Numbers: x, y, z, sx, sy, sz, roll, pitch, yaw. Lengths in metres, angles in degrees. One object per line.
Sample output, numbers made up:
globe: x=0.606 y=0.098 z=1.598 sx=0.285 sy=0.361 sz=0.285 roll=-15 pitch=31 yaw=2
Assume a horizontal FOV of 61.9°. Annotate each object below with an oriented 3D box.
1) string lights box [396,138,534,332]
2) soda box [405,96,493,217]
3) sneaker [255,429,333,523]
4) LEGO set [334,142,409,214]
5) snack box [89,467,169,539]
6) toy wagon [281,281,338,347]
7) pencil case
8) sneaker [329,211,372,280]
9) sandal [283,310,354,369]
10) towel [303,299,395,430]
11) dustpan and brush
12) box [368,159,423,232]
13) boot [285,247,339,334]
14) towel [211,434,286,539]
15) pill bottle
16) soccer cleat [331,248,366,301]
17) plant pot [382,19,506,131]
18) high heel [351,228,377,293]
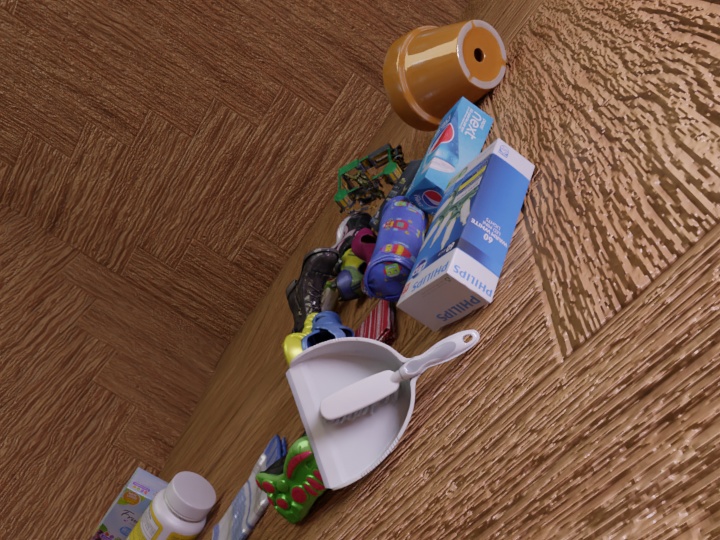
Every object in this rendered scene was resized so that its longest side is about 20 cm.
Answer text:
string lights box: x=0.119 y=-0.040 z=0.666 sx=0.103 sy=0.059 sz=0.201 roll=-40 pitch=20 yaw=54
soda box: x=0.144 y=-0.181 z=0.954 sx=0.064 sy=0.068 sz=0.201 roll=-42 pitch=18 yaw=54
sneaker: x=-0.060 y=0.232 z=0.697 sx=0.084 sy=0.077 sz=0.200 roll=-32 pitch=-10 yaw=-42
LEGO set: x=0.039 y=-0.195 z=1.405 sx=0.199 sy=0.116 sz=0.154 roll=-31 pitch=39 yaw=14
snack box: x=-0.464 y=0.547 z=1.303 sx=0.201 sy=0.168 sz=0.068 roll=-53 pitch=12 yaw=20
toy wagon: x=-0.115 y=0.118 z=1.337 sx=0.200 sy=0.039 sz=0.156 roll=-49 pitch=13 yaw=42
pencil case: x=0.057 y=-0.032 z=0.889 sx=0.201 sy=0.077 sz=0.087 roll=-73 pitch=-19 yaw=-55
sneaker: x=-0.013 y=-0.055 z=1.351 sx=0.086 sy=0.080 sz=0.201 roll=-10 pitch=41 yaw=44
sandal: x=-0.047 y=0.106 z=0.900 sx=0.086 sy=0.080 sz=0.200 roll=-14 pitch=9 yaw=10
towel: x=-0.013 y=0.133 z=0.870 sx=0.200 sy=0.022 sz=0.145 roll=-52 pitch=9 yaw=15
dustpan and brush: x=0.026 y=0.110 z=0.585 sx=0.199 sy=0.140 sz=0.057 roll=-26 pitch=-23 yaw=3
box: x=0.085 y=-0.130 z=1.119 sx=0.158 sy=0.051 sz=0.200 roll=-55 pitch=10 yaw=6
boot: x=-0.087 y=0.072 z=1.178 sx=0.200 sy=0.069 sz=0.175 roll=-53 pitch=36 yaw=39
towel: x=-0.175 y=0.361 z=0.927 sx=0.201 sy=0.024 sz=0.147 roll=-57 pitch=11 yaw=0
pill bottle: x=-0.375 y=0.503 z=1.176 sx=0.201 sy=0.114 sz=0.114 roll=-54 pitch=10 yaw=10
soccer cleat: x=0.000 y=0.001 z=1.148 sx=0.083 sy=0.065 sz=0.200 roll=-22 pitch=16 yaw=15
plant pot: x=0.175 y=-0.390 z=1.164 sx=0.183 sy=0.200 sz=0.201 roll=-3 pitch=52 yaw=58
high heel: x=0.033 y=-0.044 z=1.059 sx=0.201 sy=0.067 sz=0.097 roll=-101 pitch=34 yaw=-55
